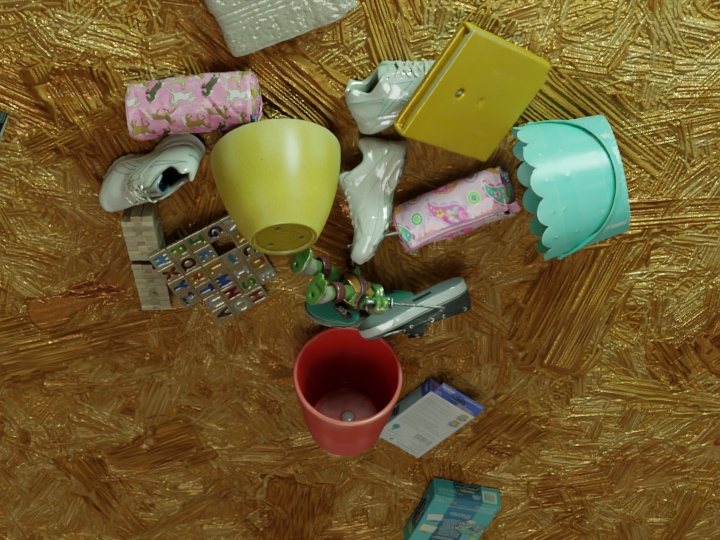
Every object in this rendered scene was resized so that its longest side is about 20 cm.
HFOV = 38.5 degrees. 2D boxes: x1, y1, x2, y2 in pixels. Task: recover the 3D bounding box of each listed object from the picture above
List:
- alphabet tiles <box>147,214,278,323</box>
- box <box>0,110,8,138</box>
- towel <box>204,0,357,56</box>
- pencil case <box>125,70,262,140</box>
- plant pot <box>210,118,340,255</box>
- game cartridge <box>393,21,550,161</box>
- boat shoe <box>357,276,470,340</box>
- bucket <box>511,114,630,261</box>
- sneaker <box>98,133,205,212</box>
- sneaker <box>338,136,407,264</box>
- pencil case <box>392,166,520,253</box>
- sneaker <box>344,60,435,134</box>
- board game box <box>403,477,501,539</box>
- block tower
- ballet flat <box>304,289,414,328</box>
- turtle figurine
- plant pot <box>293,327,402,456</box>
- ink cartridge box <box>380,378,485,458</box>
[{"bbox_3d":[-0.237,0.005,1.726,0.166,0.008,0.201,-27,133,1],"label":"alphabet tiles"},{"bbox_3d":[-0.641,-0.210,1.533,0.198,0.061,0.117,21,129,-18],"label":"box"},{"bbox_3d":[-0.114,-0.379,1.402,0.198,0.035,0.133,-16,129,15],"label":"towel"},{"bbox_3d":[-0.243,-0.238,1.497,0.197,0.088,0.083,-4,170,4],"label":"pencil case"},{"bbox_3d":[-0.120,-0.109,1.526,0.197,0.144,0.201,-6,154,-3],"label":"plant pot"},{"bbox_3d":[0.162,-0.247,1.455,0.199,0.033,0.177,9,126,-48],"label":"game cartridge"},{"bbox_3d":[0.095,0.080,1.727,0.198,0.070,0.067,-26,107,-7],"label":"boat shoe"},{"bbox_3d":[0.310,-0.128,1.523,0.133,0.209,0.209,-14,131,5],"label":"bucket"},{"bbox_3d":[-0.328,-0.140,1.580,0.198,0.088,0.075,-27,129,24],"label":"sneaker"},{"bbox_3d":[0.006,-0.113,1.593,0.098,0.078,0.203,16,97,5],"label":"sneaker"},{"bbox_3d":[0.151,-0.095,1.621,0.198,0.088,0.088,-19,130,15],"label":"pencil case"},{"bbox_3d":[0.067,-0.267,1.479,0.198,0.071,0.081,-23,126,20],"label":"sneaker"},{"bbox_3d":[0.194,0.534,2.215,0.149,0.047,0.201,13,131,-12],"label":"board game box"},{"bbox_3d":[-0.350,-0.026,1.704,0.053,0.058,0.202,-1,130,1],"label":"block tower"},{"bbox_3d":[0.002,0.073,1.791,0.197,0.075,0.075,1,133,4],"label":"ballet flat"},{"bbox_3d":[0.000,0.000,1.652,0.199,0.146,0.193,-12,165,43],"label":"turtle figurine"},{"bbox_3d":[-0.024,0.231,1.857,0.197,0.202,0.178,1,143,-1],"label":"plant pot"},{"bbox_3d":[0.133,0.280,1.991,0.119,0.042,0.200,32,127,-25],"label":"ink cartridge box"}]
